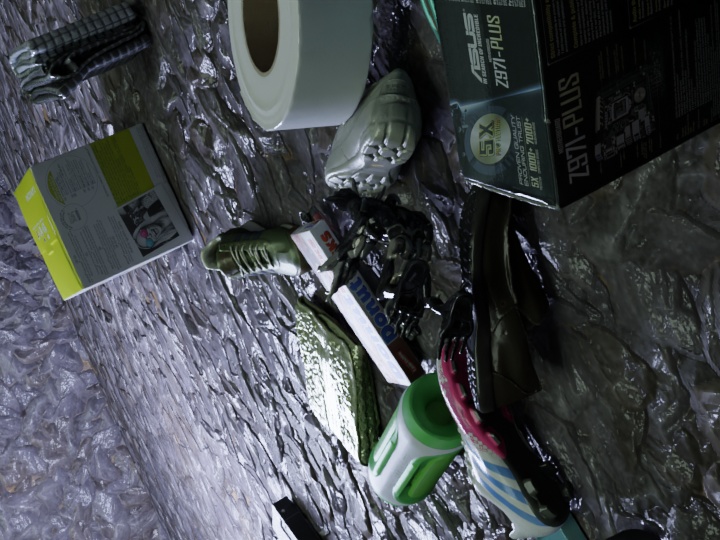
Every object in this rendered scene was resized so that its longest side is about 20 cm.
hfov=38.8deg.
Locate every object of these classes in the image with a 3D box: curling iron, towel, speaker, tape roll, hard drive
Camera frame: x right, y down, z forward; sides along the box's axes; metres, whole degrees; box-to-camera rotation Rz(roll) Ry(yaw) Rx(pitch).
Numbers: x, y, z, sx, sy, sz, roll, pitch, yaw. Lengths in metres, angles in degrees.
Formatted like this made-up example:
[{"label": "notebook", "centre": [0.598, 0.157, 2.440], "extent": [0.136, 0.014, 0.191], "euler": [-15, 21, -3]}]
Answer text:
[{"label": "curling iron", "centre": [0.000, 0.000, 1.123], "extent": [0.200, 0.025, 0.050], "euler": [46, 171, 25]}, {"label": "towel", "centre": [-0.031, 0.140, 1.295], "extent": [0.148, 0.036, 0.203], "euler": [37, 143, 46]}, {"label": "speaker", "centre": [0.063, 0.185, 1.095], "extent": [0.089, 0.087, 0.201], "euler": [54, 153, 20]}, {"label": "tape roll", "centre": [-0.059, -0.228, 0.910], "extent": [0.202, 0.069, 0.207], "euler": [171, 90, -67]}, {"label": "hard drive", "centre": [-0.081, 0.491, 1.711], "extent": [0.200, 0.037, 0.141], "euler": [47, 150, 34]}, {"label": "towel", "centre": [-0.396, -0.304, 1.447], "extent": [0.199, 0.164, 0.087], "euler": [9, 125, 61]}]

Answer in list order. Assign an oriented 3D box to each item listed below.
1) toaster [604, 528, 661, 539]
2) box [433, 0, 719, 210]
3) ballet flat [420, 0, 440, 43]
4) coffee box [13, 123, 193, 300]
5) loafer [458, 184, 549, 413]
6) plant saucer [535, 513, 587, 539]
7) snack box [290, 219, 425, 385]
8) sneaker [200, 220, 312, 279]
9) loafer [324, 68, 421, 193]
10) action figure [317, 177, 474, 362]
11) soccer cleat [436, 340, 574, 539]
[{"label": "toaster", "centre": [0.240, 0.342, 0.839], "extent": [0.199, 0.117, 0.184], "euler": [37, 138, 44]}, {"label": "box", "centre": [0.126, -0.162, 0.565], "extent": [0.086, 0.162, 0.203], "euler": [25, 135, 52]}, {"label": "ballet flat", "centre": [0.098, -0.163, 0.752], "extent": [0.069, 0.067, 0.203], "euler": [-10, 106, 39]}, {"label": "coffee box", "centre": [-0.416, -0.089, 1.640], "extent": [0.199, 0.196, 0.203], "euler": [-15, 101, 64]}, {"label": "loafer", "centre": [0.123, 0.019, 0.865], "extent": [0.073, 0.070, 0.204], "euler": [-96, 1, -72]}, {"label": "plant saucer", "centre": [0.234, 0.328, 0.976], "extent": [0.202, 0.019, 0.070], "euler": [58, 154, 13]}, {"label": "snack box", "centre": [-0.003, 0.036, 1.109], "extent": [0.202, 0.024, 0.072], "euler": [57, 161, -10]}, {"label": "sneaker", "centre": [-0.136, -0.016, 1.291], "extent": [0.199, 0.089, 0.068], "euler": [13, 125, 58]}, {"label": "loafer", "centre": [0.012, -0.123, 0.952], "extent": [0.200, 0.069, 0.071], "euler": [146, 131, -68]}, {"label": "action figure", "centre": [0.022, -0.004, 0.889], "extent": [0.103, 0.117, 0.201], "euler": [-60, 30, 18]}, {"label": "soccer cleat", "centre": [0.120, 0.167, 0.976], "extent": [0.202, 0.069, 0.086], "euler": [58, 138, 9]}]
